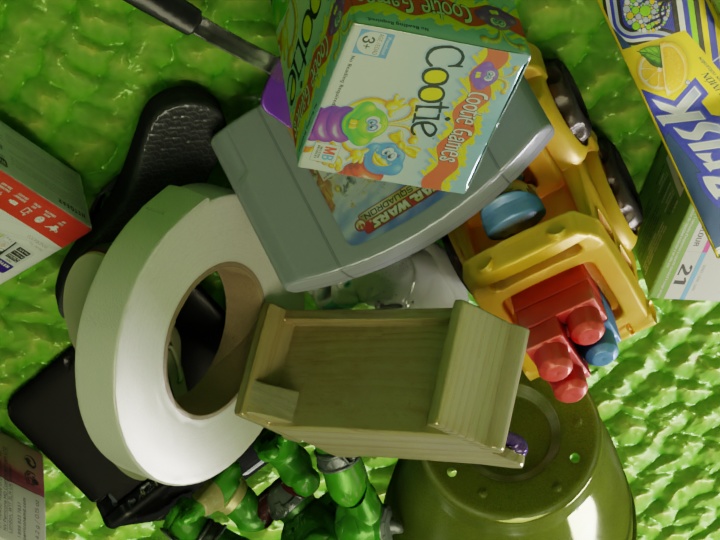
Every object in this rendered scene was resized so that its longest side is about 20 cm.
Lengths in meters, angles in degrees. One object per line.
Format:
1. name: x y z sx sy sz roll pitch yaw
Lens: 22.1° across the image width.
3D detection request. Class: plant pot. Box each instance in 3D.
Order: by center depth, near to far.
1. plant pot: 0.108 0.154 1.345 0.198 0.202 0.193 -10 153 -1

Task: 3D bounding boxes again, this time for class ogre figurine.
1. ogre figurine: -0.051 0.181 1.364 0.200 0.098 0.120 -42 99 17

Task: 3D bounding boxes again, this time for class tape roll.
1. tape roll: -0.109 0.042 1.226 0.037 0.203 0.204 16 147 32

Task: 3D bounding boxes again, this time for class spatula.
1. spatula: -0.087 -0.144 1.132 0.199 0.021 0.057 28 89 -8

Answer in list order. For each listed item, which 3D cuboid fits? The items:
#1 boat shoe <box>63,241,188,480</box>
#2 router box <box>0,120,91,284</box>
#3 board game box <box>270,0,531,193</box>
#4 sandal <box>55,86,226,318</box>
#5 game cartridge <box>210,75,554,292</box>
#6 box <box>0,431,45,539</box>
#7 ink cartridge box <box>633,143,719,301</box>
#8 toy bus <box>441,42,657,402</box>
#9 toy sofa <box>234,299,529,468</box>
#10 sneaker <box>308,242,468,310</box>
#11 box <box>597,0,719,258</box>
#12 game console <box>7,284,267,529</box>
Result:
1. boat shoe: -0.154 0.056 1.271 0.063 0.071 0.201 -41 140 -35
2. router box: -0.302 -0.040 1.178 0.179 0.049 0.200 -29 148 17
3. board game box: 0.014 -0.155 1.050 0.102 0.201 0.105 8 133 -19
4. sandal: -0.147 -0.044 1.251 0.076 0.043 0.201 13 124 -33
5. game cartridge: 0.015 -0.078 1.167 0.199 0.134 0.042 -32 159 9
6. box: -0.348 0.167 1.367 0.128 0.110 0.200 -35 131 23
7. ink cartridge box: 0.309 -0.051 1.303 0.198 0.076 0.149 4 134 -13
8. toy bus: 0.113 -0.018 1.217 0.135 0.193 0.200 -24 133 15
9. toy sofa: 0.020 0.072 1.202 0.199 0.084 0.097 -2 158 46
10. sneaker: 0.000 0.000 1.272 0.075 0.089 0.200 -10 138 39
11. box: 0.212 -0.115 1.161 0.064 0.070 0.201 -24 104 15
12. game console: -0.133 0.098 1.406 0.200 0.117 0.175 -38 160 25
